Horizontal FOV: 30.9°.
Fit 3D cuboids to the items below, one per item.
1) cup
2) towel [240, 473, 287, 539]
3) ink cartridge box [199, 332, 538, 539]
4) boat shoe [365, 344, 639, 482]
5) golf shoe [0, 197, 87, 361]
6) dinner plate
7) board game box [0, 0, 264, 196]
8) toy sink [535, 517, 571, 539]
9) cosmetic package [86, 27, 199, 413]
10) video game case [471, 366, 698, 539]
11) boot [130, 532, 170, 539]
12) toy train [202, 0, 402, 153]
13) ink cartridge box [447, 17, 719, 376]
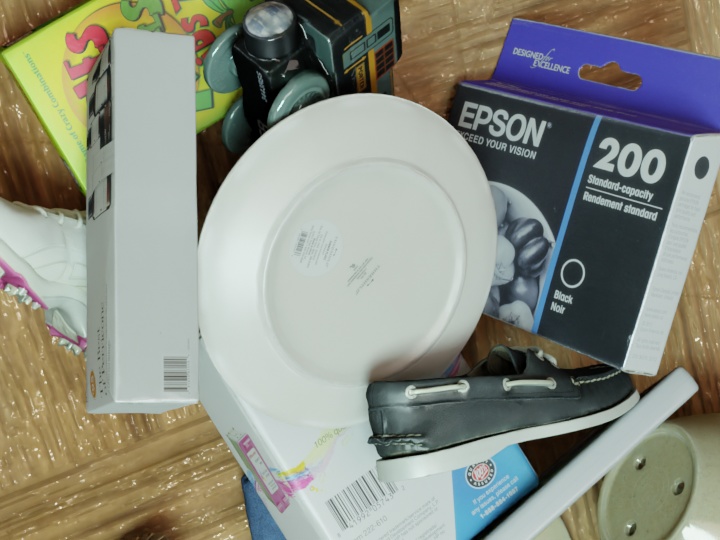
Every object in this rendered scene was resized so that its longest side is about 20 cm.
[{"bbox_3d":[0.254,0.182,0.926,0.142,0.200,0.202,27,91,-24],"label":"cup"},{"bbox_3d":[-0.015,0.216,0.917,0.110,0.048,0.203,-17,106,-17],"label":"towel"},{"bbox_3d":[-0.004,0.094,0.836,0.144,0.085,0.201,-32,90,-23],"label":"ink cartridge box"},{"bbox_3d":[0.090,0.075,0.785,0.198,0.075,0.061,-12,89,-39],"label":"boat shoe"},{"bbox_3d":[-0.177,-0.011,0.784,0.092,0.075,0.200,-58,141,-14],"label":"golf shoe"},{"bbox_3d":[0.000,0.000,0.751,0.198,0.024,0.203,-8,109,-25],"label":"dinner plate"},{"bbox_3d":[-0.113,-0.142,0.812,0.199,0.048,0.102,-33,110,-12],"label":"board game box"},{"bbox_3d":[0.151,0.304,0.961,0.129,0.112,0.202,-29,109,-13],"label":"toy sink"},{"bbox_3d":[-0.124,-0.024,0.727,0.050,0.082,0.203,2,79,-20],"label":"cosmetic package"},{"bbox_3d":[0.129,0.153,0.889,0.199,0.182,0.023,-38,80,-14],"label":"video game case"},{"bbox_3d":[-0.163,0.269,0.864,0.107,0.075,0.201,35,95,-25],"label":"boot"},{"bbox_3d":[-0.024,-0.097,0.798,0.114,0.085,0.201,-39,150,-20],"label":"toy train"},{"bbox_3d":[0.131,-0.058,0.843,0.043,0.197,0.202,13,96,-46],"label":"ink cartridge box"}]
